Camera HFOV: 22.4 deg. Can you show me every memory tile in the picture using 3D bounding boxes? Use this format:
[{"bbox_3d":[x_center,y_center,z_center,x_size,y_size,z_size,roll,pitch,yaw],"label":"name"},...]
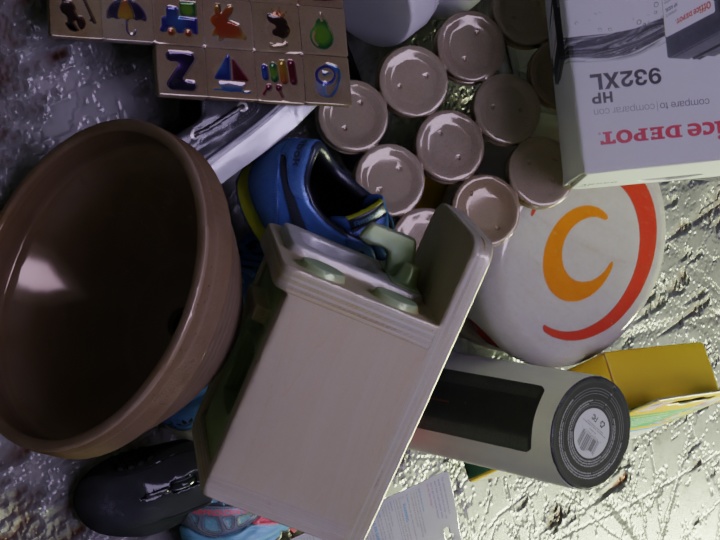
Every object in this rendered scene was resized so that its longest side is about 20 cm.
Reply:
[{"bbox_3d":[0.079,-0.097,1.248,0.200,0.017,0.154,-32,93,-16],"label":"memory tile"}]

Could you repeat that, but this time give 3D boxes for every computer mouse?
[{"bbox_3d":[-0.089,0.131,1.184,0.199,0.034,0.059,-16,101,-5],"label":"computer mouse"}]

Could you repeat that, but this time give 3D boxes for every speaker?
[{"bbox_3d":[0.097,0.104,1.315,0.081,0.200,0.081,-5,98,-38],"label":"speaker"}]

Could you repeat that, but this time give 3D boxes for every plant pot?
[{"bbox_3d":[-0.135,0.019,1.080,0.093,0.200,0.201,25,78,-46],"label":"plant pot"}]

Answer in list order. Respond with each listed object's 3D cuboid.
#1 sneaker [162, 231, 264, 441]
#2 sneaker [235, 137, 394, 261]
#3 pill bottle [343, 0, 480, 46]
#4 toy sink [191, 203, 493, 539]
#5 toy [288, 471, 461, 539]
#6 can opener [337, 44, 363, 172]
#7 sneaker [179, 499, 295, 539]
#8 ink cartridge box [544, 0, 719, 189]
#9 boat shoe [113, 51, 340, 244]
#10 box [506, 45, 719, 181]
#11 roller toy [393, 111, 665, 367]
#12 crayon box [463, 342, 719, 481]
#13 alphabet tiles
[{"bbox_3d":[-0.087,0.008,1.208,0.200,0.077,0.111,-55,138,-16],"label":"sneaker"},{"bbox_3d":[0.000,0.000,1.190,0.200,0.078,0.066,55,47,-17],"label":"sneaker"},{"bbox_3d":[0.062,-0.249,1.288,0.200,0.119,0.120,-43,123,-31],"label":"pill bottle"},{"bbox_3d":[-0.019,0.042,1.100,0.112,0.130,0.200,22,100,-13],"label":"toy sink"},{"bbox_3d":[-0.024,0.217,1.286,0.200,0.047,0.115,-24,123,-18],"label":"toy"},{"bbox_3d":[-0.029,-0.154,1.261,0.063,0.078,0.200,-77,147,-43],"label":"can opener"},{"bbox_3d":[-0.049,0.118,1.260,0.200,0.079,0.096,-37,117,-35],"label":"sneaker"},{"bbox_3d":[0.203,-0.164,1.221,0.145,0.084,0.201,-6,87,-2],"label":"ink cartridge box"},{"bbox_3d":[-0.100,-0.098,1.179,0.200,0.070,0.066,-39,110,-12],"label":"boat shoe"},{"bbox_3d":[0.218,-0.172,1.394,0.097,0.200,0.177,-33,118,-36],"label":"box"},{"bbox_3d":[0.121,-0.028,1.362,0.200,0.140,0.183,-21,115,-31],"label":"roller toy"},{"bbox_3d":[0.185,0.104,1.402,0.126,0.200,0.052,-3,71,-44],"label":"crayon box"},{"bbox_3d":[-0.103,-0.188,1.151,0.199,0.008,0.168,1,76,-25],"label":"alphabet tiles"}]
